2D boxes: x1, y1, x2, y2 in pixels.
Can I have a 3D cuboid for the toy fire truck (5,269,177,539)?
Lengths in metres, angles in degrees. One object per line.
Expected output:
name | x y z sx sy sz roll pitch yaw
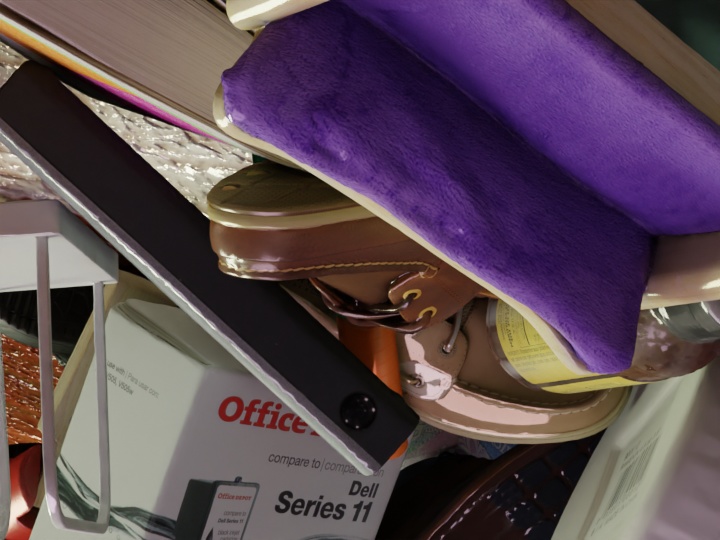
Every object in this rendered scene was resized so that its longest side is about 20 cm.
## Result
toy fire truck | -0.124 0.096 1.134 0.175 0.129 0.200 2 157 -40

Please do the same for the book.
book | -0.105 -0.091 0.835 0.133 0.048 0.200 33 174 -31

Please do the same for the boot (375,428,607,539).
boot | 0.061 0.104 1.122 0.075 0.200 0.097 46 -173 -32

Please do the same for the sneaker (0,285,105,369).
sneaker | -0.140 0.037 1.201 0.199 0.060 0.104 22 154 -18

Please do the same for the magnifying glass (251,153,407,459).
magnifying glass | 0.000 0.000 0.966 0.079 0.022 0.201 11 130 21

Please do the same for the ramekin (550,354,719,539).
ramekin | 0.149 0.108 0.966 0.097 0.201 0.201 28 157 -1

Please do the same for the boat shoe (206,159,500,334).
boat shoe | 0.018 -0.009 0.844 0.072 0.068 0.200 11 -169 34

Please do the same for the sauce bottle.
sauce bottle | 0.110 0.014 0.905 0.064 0.065 0.200 26 168 -14

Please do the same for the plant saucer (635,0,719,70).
plant saucer | 0.130 -0.071 0.791 0.199 0.028 0.200 17 157 7

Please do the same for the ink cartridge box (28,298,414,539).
ink cartridge box | -0.074 0.128 1.074 0.146 0.201 0.083 12 -169 -44

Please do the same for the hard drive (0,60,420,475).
hard drive | -0.068 -0.004 0.911 0.200 0.033 0.140 43 176 -8

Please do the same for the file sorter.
file sorter | -0.202 0.050 0.912 0.199 0.125 0.139 -4 172 3

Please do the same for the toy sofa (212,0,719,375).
toy sofa | 0.056 -0.050 0.741 0.200 0.098 0.083 35 153 -29

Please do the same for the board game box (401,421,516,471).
board game box | 0.029 0.147 1.270 0.198 0.044 0.200 -19 138 31

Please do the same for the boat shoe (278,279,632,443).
boat shoe | 0.025 0.022 1.025 0.199 0.072 0.065 16 158 12
